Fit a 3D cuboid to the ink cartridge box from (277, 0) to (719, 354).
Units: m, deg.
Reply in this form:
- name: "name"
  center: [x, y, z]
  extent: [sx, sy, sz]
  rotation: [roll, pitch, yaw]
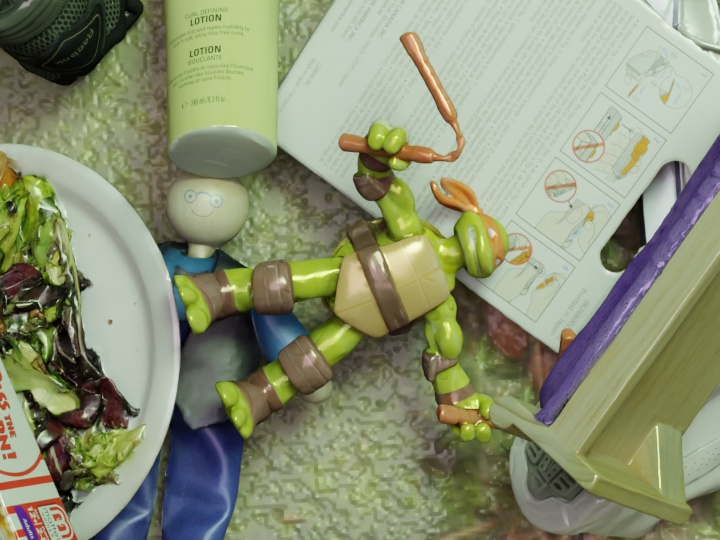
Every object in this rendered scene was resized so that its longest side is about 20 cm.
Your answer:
- name: "ink cartridge box"
  center: [0.074, -0.076, 1.125]
  extent: [0.200, 0.050, 0.162]
  rotation: [36, 111, 4]

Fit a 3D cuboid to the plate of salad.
- name: "plate of salad"
  center: [-0.176, 0.039, 1.132]
  extent: [0.199, 0.048, 0.201]
  rotation: [-2, 84, 23]

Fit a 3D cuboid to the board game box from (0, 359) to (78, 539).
- name: "board game box"
  center: [-0.241, 0.104, 1.110]
  extent: [0.200, 0.046, 0.152]
  rotation: [-29, 78, 24]

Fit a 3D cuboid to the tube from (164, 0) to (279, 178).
- name: "tube"
  center: [-0.067, -0.143, 1.152]
  extent: [0.058, 0.052, 0.201]
  rotation: [11, 63, -23]

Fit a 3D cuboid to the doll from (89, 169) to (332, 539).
- name: "doll"
  center: [-0.081, 0.050, 1.146]
  extent: [0.136, 0.048, 0.201]
  rotation: [6, 85, 12]

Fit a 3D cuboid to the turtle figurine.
- name: "turtle figurine"
  center: [0.000, 0.000, 1.100]
  extent: [0.161, 0.064, 0.201]
  rotation: [-21, 113, -3]

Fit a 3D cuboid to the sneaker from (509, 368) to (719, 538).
- name: "sneaker"
  center: [0.160, 0.047, 1.106]
  extent: [0.200, 0.099, 0.078]
  rotation: [-44, 52, 18]

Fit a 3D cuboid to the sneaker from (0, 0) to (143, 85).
- name: "sneaker"
  center: [-0.176, -0.159, 1.171]
  extent: [0.076, 0.114, 0.200]
  rotation: [-43, 55, 3]

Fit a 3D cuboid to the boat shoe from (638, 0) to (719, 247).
- name: "boat shoe"
  center: [0.171, -0.077, 1.133]
  extent: [0.086, 0.075, 0.203]
  rotation: [-3, 86, 4]

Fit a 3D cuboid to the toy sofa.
- name: "toy sofa"
  center: [0.138, -0.002, 1.020]
  extent: [0.098, 0.083, 0.200]
  rotation: [42, 102, 37]
